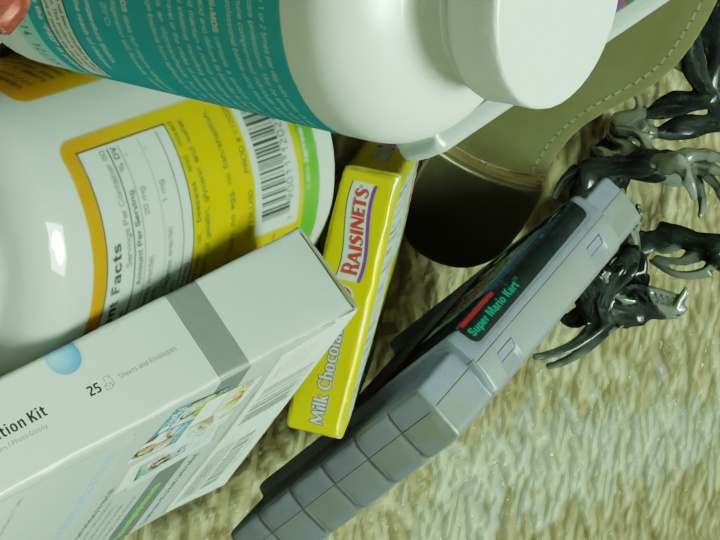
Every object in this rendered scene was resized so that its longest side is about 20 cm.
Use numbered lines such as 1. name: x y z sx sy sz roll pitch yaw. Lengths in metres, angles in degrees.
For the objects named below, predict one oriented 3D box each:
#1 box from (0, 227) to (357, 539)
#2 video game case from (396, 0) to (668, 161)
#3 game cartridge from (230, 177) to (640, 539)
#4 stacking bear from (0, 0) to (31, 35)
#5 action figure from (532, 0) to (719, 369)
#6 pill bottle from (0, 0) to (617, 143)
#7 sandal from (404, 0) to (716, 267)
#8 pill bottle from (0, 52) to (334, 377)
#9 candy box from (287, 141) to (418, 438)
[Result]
1. box: -0.111 0.073 0.997 0.200 0.041 0.156 -29 166 -32
2. video game case: 0.040 -0.157 1.020 0.200 0.023 0.182 -35 105 -47
3. game cartridge: 0.034 0.038 1.175 0.130 0.038 0.200 -45 180 37
4. stacking bear: -0.090 -0.190 0.828 0.200 0.114 0.121 -48 144 -3
5. action figure: 0.148 -0.041 1.348 0.119 0.102 0.200 26 81 -66
6. pill bottle: -0.022 -0.102 0.881 0.111 0.200 0.111 -27 124 -48
7. sandal: 0.082 -0.095 1.224 0.212 0.078 0.070 -54 -164 37
8. pill bottle: -0.112 -0.021 0.998 0.200 0.111 0.111 -23 121 -47
9. candy box: 0.000 0.000 1.140 0.200 0.026 0.102 -61 162 -82
